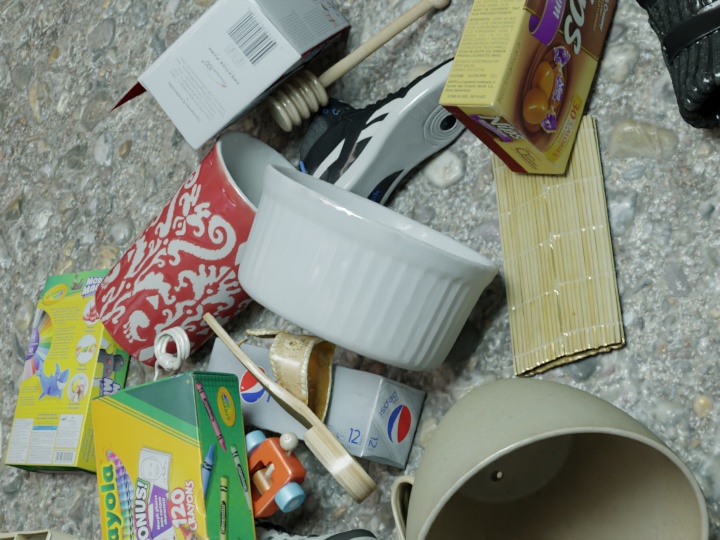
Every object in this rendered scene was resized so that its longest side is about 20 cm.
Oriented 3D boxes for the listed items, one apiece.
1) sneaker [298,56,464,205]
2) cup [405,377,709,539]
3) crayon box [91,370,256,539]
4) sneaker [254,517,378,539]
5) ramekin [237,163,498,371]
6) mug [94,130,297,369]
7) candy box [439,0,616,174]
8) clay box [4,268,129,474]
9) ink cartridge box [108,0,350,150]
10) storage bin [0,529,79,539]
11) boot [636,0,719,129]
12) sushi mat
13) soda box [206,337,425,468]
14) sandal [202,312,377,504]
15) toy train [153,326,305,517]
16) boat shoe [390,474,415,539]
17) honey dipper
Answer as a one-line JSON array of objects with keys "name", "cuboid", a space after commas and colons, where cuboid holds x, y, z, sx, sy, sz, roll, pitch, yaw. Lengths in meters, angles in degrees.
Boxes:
[{"name": "sneaker", "cuboid": [0.015, -0.137, 1.124, 0.200, 0.073, 0.112, -45, 50, 15]}, {"name": "cup", "cuboid": [0.116, 0.154, 0.868, 0.200, 0.200, 0.144, -47, 25, 13]}, {"name": "crayon box", "cuboid": [-0.147, 0.190, 1.012, 0.118, 0.058, 0.202, -16, 75, 34]}, {"name": "sneaker", "cuboid": [-0.072, 0.234, 1.042, 0.199, 0.076, 0.088, -24, 51, 24]}, {"name": "ramekin", "cuboid": [0.000, 0.000, 1.004, 0.200, 0.200, 0.098, 30, 99, 42]}, {"name": "mug", "cuboid": [-0.137, -0.018, 1.186, 0.133, 0.178, 0.200, 45, 112, -4]}, {"name": "candy box", "cuboid": [0.141, -0.192, 1.006, 0.056, 0.116, 0.202, 8, 72, 41]}, {"name": "clay box", "cuboid": [-0.289, 0.102, 1.287, 0.114, 0.047, 0.202, -5, 68, 37]}, {"name": "ink cartridge box", "cuboid": [-0.117, -0.188, 1.169, 0.175, 0.200, 0.084, -38, 97, 21]}, {"name": "storage bin", "cuboid": [-0.337, 0.355, 1.193, 0.199, 0.093, 0.200, -12, 64, 35]}, {"name": "boot", "cuboid": [0.299, -0.214, 0.921, 0.211, 0.079, 0.159, -42, 43, 31]}, {"name": "sushi mat", "cuboid": [0.154, -0.022, 1.005, 0.095, 0.012, 0.202, -20, 60, 33]}, {"name": "soda box", "cuboid": [-0.045, 0.110, 1.077, 0.199, 0.063, 0.069, 8, 79, 41]}, {"name": "sandal", "cuboid": [-0.038, 0.087, 1.004, 0.070, 0.078, 0.212, -41, 56, -5]}, {"name": "toy train", "cuboid": [-0.119, 0.148, 1.068, 0.200, 0.055, 0.151, 47, 111, 31]}, {"name": "boat shoe", "cuboid": [0.071, 0.241, 0.929, 0.072, 0.065, 0.201, -35, 54, 22]}, {"name": "honey dipper", "cuboid": [0.004, -0.195, 1.140, 0.199, 0.038, 0.038, -37, 49, -11]}]
